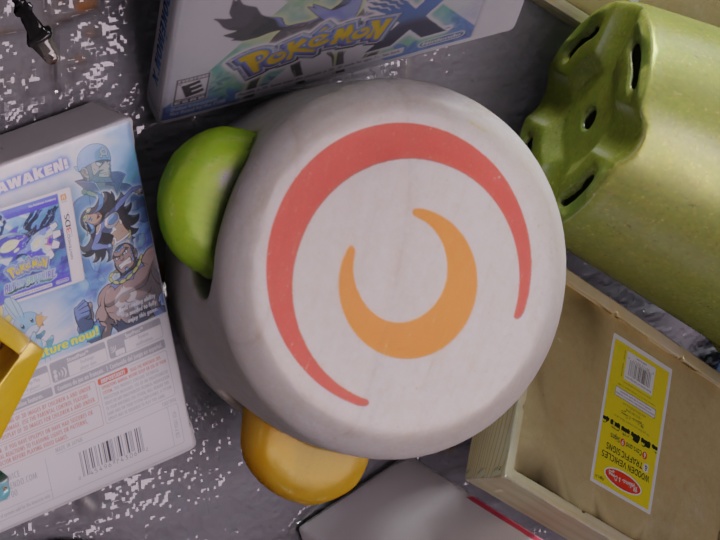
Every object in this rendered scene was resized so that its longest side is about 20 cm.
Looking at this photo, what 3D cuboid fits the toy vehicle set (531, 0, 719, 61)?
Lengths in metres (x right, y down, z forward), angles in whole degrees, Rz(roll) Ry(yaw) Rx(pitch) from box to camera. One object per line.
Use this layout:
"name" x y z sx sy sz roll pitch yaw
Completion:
"toy vehicle set" 0.142 -0.191 1.414 0.199 0.026 0.125 27 89 -38

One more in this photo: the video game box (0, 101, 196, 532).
"video game box" -0.187 0.036 1.247 0.199 0.047 0.183 -22 119 -27

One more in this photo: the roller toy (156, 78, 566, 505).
"roller toy" 0.000 0.000 1.295 0.182 0.140 0.201 -27 101 -17

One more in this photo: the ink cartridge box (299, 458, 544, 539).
"ink cartridge box" 0.062 0.222 1.420 0.083 0.146 0.201 -31 121 -21

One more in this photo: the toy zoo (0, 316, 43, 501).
"toy zoo" -0.232 0.050 1.181 0.200 0.020 0.131 41 82 -36

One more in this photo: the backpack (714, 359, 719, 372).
"backpack" 0.268 0.142 1.549 0.182 0.134 0.201 22 89 -39

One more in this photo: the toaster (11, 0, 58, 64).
"toaster" -0.167 -0.214 1.092 0.118 0.181 0.201 -34 121 -23

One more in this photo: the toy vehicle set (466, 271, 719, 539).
"toy vehicle set" 0.138 0.089 1.410 0.200 0.026 0.125 32 61 -41

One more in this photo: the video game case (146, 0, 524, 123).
"video game case" 0.000 -0.146 1.238 0.199 0.022 0.183 -16 157 -17

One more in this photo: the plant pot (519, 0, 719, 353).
"plant pot" 0.191 -0.051 1.390 0.183 0.200 0.201 23 92 -23
